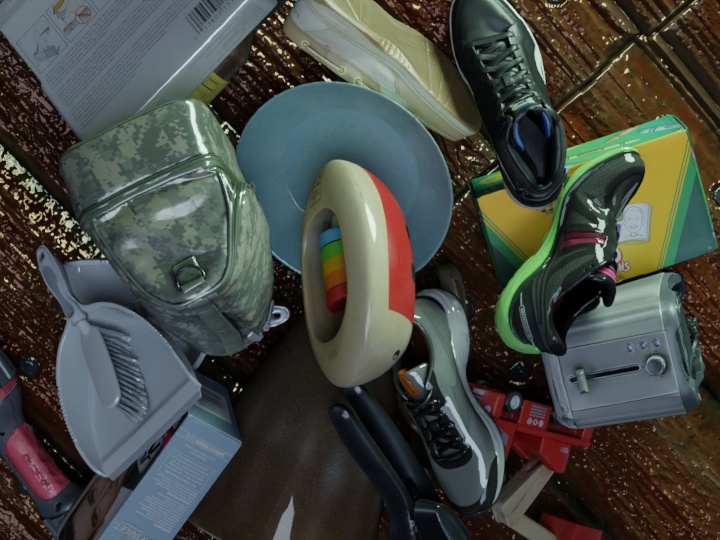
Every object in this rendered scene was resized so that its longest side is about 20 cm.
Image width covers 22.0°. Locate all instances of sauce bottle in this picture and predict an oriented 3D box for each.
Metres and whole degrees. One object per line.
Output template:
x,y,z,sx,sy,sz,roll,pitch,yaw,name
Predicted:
-0.140,-0.179,1.589,0.065,0.065,0.200,42,99,-16,sauce bottle

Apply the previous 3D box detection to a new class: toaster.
0.234,0.069,1.648,0.128,0.200,0.115,-12,99,14,toaster

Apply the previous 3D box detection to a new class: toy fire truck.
0.156,0.186,1.705,0.199,0.049,0.142,17,89,-43,toy fire truck

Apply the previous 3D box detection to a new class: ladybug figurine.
0.000,0.000,1.556,0.071,0.136,0.202,3,70,-24,ladybug figurine

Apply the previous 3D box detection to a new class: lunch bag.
-0.145,-0.025,1.531,0.138,0.200,0.169,-22,74,1,lunch bag

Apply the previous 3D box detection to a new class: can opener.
0.033,0.174,1.593,0.078,0.064,0.201,-15,118,34,can opener

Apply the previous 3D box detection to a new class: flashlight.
-0.301,0.163,1.687,0.068,0.068,0.201,-29,107,11,flashlight

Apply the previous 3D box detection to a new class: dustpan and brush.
-0.229,0.061,1.599,0.139,0.201,0.057,-43,147,26,dustpan and brush
-0.162,0.047,1.654,0.198,0.057,0.141,-10,109,-1,dustpan and brush

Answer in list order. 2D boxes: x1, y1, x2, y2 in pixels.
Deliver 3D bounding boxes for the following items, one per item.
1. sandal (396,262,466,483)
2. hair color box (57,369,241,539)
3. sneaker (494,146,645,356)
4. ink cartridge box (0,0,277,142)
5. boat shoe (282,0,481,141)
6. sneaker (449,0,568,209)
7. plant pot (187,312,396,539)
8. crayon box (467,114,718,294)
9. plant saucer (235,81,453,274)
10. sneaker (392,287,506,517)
0.058,0.092,1.686,0.053,0.080,0.202,1,103,-16,sandal
-0.188,0.191,1.629,0.060,0.099,0.201,30,105,-23,hair color box
0.194,-0.012,1.575,0.201,0.083,0.077,-60,146,-7,sneaker
-0.193,-0.219,1.560,0.200,0.045,0.177,-44,67,11,ink cartridge box
0.018,-0.175,1.605,0.200,0.074,0.069,39,125,-19,boat shoe
0.132,-0.154,1.565,0.072,0.112,0.202,-20,88,-1,sneaker
-0.045,0.148,1.658,0.185,0.187,0.202,19,94,-11,plant pot
0.208,-0.050,1.661,0.198,0.058,0.120,-18,108,2,crayon box
-0.012,-0.080,1.624,0.199,0.039,0.203,7,120,13,plant saucer
0.066,0.119,1.606,0.074,0.079,0.202,-19,86,36,sneaker
